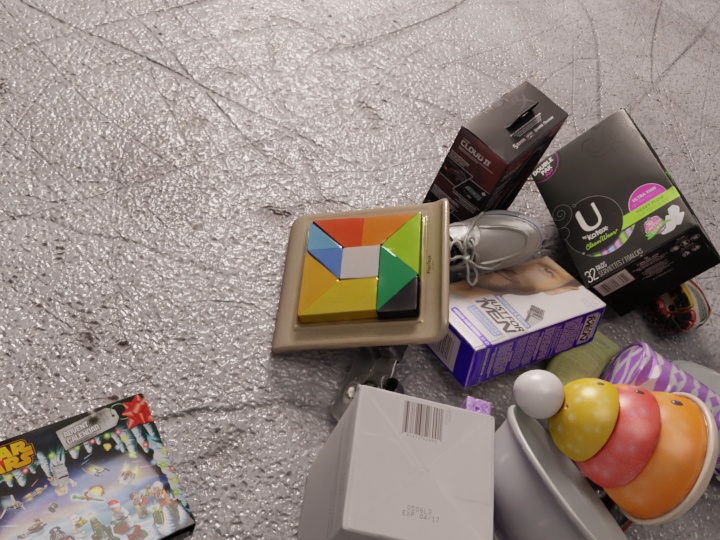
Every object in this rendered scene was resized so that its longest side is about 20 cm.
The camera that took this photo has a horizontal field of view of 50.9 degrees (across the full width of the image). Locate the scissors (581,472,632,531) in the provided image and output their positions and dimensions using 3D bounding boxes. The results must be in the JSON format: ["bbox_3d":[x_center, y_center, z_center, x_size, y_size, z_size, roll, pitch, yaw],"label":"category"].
[{"bbox_3d":[0.315,0.218,0.882,0.073,0.014,0.200,41,52,13],"label":"scissors"}]

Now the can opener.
[{"bbox_3d":[0.033,0.088,0.825,0.053,0.067,0.201,6,56,38],"label":"can opener"}]

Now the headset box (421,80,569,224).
[{"bbox_3d":[0.164,-0.133,0.948,0.075,0.200,0.148,42,52,13],"label":"headset box"}]

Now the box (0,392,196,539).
[{"bbox_3d":[-0.262,0.204,0.658,0.199,0.040,0.137,-18,63,-29],"label":"box"}]

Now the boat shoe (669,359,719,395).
[{"bbox_3d":[0.473,0.158,0.945,0.199,0.067,0.074,25,51,-2],"label":"boat shoe"}]

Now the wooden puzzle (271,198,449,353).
[{"bbox_3d":[0.000,0.000,0.834,0.199,0.037,0.186,-8,52,17],"label":"wooden puzzle"}]

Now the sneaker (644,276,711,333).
[{"bbox_3d":[0.407,-0.003,1.040,0.082,0.078,0.201,2,58,-37],"label":"sneaker"}]

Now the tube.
[{"bbox_3d":[0.250,0.127,0.901,0.200,0.052,0.058,-46,121,-43],"label":"tube"}]

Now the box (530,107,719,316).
[{"bbox_3d":[0.335,-0.074,0.972,0.124,0.148,0.201,31,35,-46],"label":"box"}]

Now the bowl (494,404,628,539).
[{"bbox_3d":[0.177,0.238,0.740,0.201,0.090,0.201,48,11,-13],"label":"bowl"}]

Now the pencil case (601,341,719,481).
[{"bbox_3d":[0.380,0.169,0.890,0.200,0.084,0.086,36,91,0],"label":"pencil case"}]

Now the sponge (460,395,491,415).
[{"bbox_3d":[0.089,0.235,0.721,0.030,0.112,0.201,16,52,-3],"label":"sponge"}]

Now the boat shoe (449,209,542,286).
[{"bbox_3d":[0.111,-0.024,0.879,0.201,0.075,0.086,-3,18,9],"label":"boat shoe"}]

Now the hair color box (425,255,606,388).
[{"bbox_3d":[0.175,0.055,0.890,0.199,0.065,0.109,-13,42,-29],"label":"hair color box"}]

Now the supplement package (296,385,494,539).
[{"bbox_3d":[0.022,0.206,0.659,0.121,0.200,0.120,15,53,-9],"label":"supplement package"}]

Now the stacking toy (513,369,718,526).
[{"bbox_3d":[0.246,0.159,0.779,0.199,0.146,0.147,28,51,-12],"label":"stacking toy"}]
